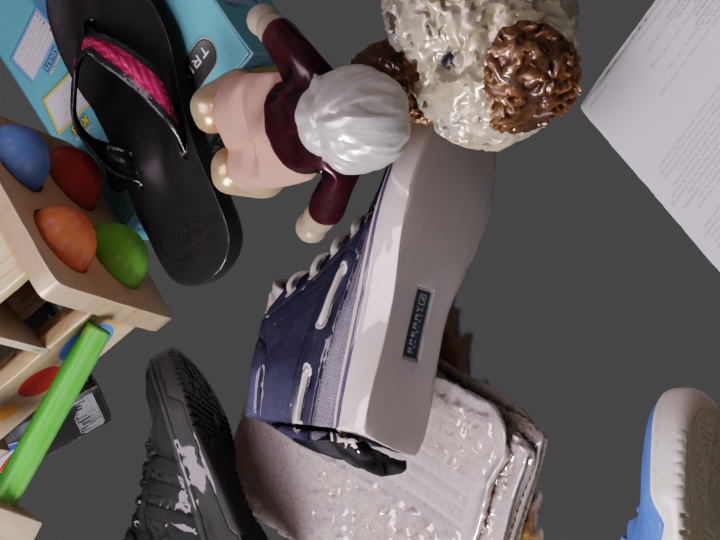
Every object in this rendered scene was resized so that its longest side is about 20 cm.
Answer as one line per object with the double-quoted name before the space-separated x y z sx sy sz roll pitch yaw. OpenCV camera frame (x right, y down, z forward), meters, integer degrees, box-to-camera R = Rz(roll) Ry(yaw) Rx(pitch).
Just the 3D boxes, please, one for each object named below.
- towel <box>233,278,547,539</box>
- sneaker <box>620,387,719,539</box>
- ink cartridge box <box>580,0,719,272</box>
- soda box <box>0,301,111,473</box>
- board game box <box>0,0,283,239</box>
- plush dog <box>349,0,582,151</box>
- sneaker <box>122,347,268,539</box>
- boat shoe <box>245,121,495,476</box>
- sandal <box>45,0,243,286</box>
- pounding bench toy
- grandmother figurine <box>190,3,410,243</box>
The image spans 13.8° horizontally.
"towel" 0.007 0.101 1.569 0.200 0.034 0.133 28 110 38
"sneaker" 0.125 0.155 1.434 0.111 0.077 0.200 0 99 33
"ink cartridge box" 0.200 -0.048 1.373 0.200 0.050 0.109 52 124 26
"soda box" -0.247 0.096 1.705 0.071 0.200 0.063 59 172 23
"board game box" -0.132 -0.141 1.675 0.151 0.047 0.200 -51 60 32
"plush dog" 0.059 -0.143 1.432 0.200 0.160 0.172 -172 81 -68
"sneaker" -0.106 0.146 1.591 0.104 0.060 0.200 -29 64 12
"boat shoe" 0.000 0.000 1.518 0.093 0.075 0.200 8 77 39
"sandal" -0.123 -0.084 1.607 0.075 0.045 0.200 -40 66 37
"pounding bench toy" -0.184 0.033 1.595 0.156 0.124 0.200 -38 67 15
"grandmother figurine" -0.029 -0.075 1.489 0.121 0.061 0.200 65 161 -12
